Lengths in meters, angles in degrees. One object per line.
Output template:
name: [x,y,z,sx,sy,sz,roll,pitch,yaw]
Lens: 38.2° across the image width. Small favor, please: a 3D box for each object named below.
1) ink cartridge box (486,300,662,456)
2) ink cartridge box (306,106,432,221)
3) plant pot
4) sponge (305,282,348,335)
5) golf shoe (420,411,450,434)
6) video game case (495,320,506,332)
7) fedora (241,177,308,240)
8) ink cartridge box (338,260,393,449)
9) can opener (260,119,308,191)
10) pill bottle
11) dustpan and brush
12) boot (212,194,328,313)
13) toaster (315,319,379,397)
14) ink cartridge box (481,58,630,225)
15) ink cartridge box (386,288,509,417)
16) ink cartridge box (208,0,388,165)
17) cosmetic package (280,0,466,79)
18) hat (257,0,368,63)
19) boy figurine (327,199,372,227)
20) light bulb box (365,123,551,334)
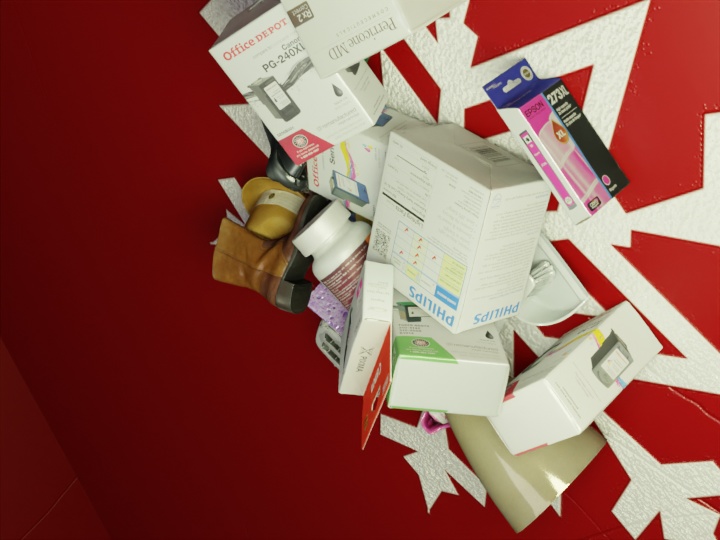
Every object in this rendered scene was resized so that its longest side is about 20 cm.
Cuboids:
ink cartridge box: [0.275,0.142,1.356,0.086,0.199,0.147,53,144,2]
ink cartridge box: [0.016,-0.158,1.501,0.199,0.087,0.146,30,139,33]
plant pot: [0.222,0.240,1.511,0.200,0.187,0.188,46,144,12]
sponge: [0.021,0.071,1.593,0.200,0.112,0.030,39,174,18]
golf shoe: [0.160,0.200,1.631,0.075,0.091,0.200,47,142,10]
video game case: [0.151,0.016,1.499,0.183,0.023,0.201,58,150,29]
fedora: [-0.130,-0.064,1.712,0.199,0.082,0.201,27,152,15]
ink cartridge box: [0.005,0.116,1.385,0.043,0.175,0.201,8,144,-6]
can opener: [-0.117,-0.202,1.584,0.079,0.063,0.201,-43,46,27]
pill bottle: [0.000,0.000,1.510,0.200,0.110,0.109,48,145,-7]
dustpan and brush: [0.219,0.034,1.445,0.140,0.057,0.200,54,156,12]
boot: [-0.143,-0.048,1.634,0.199,0.068,0.190,23,109,40]
toaster: [0.017,0.104,1.669,0.200,0.129,0.114,45,153,12]
ink cartridge box: [0.235,-0.160,1.242,0.201,0.094,0.037,54,144,0]
ink cartridge box: [0.103,0.098,1.365,0.144,0.201,0.085,5,117,-7]
ink cartridge box: [-0.081,-0.261,1.369,0.144,0.084,0.200,-23,118,34]
cosmetic package: [0.004,-0.372,1.256,0.164,0.165,0.201,-16,106,45]
hat: [-0.056,-0.392,1.447,0.164,0.177,0.201,-1,143,17]
boy figurine: [0.027,-0.055,1.590,0.199,0.064,0.125,21,142,43]
light bulb box: [0.123,-0.060,1.358,0.198,0.124,0.202,37,127,41]
